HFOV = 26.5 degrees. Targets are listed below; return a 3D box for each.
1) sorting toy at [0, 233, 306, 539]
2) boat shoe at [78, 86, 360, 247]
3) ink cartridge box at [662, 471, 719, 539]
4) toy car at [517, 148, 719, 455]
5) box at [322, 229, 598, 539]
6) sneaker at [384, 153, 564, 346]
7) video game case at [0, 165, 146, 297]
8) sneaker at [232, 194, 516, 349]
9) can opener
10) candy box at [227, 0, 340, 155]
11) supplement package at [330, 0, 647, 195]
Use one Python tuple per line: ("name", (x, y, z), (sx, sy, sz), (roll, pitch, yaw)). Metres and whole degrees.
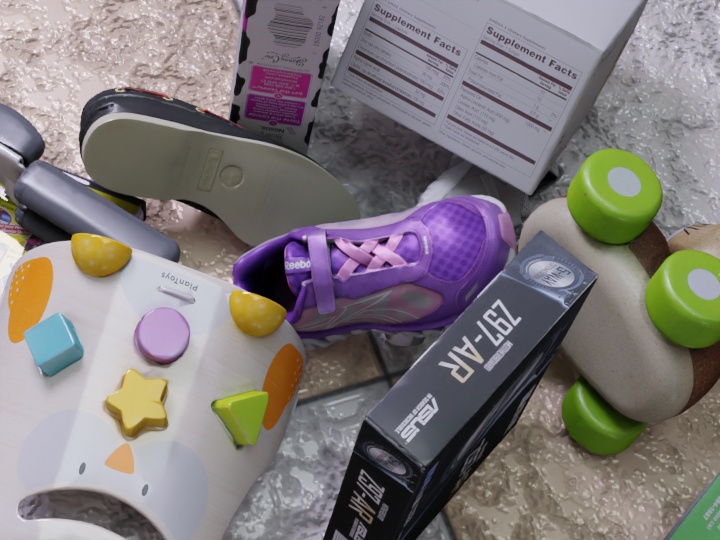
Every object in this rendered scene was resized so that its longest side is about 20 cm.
("sorting toy", (-0.135, 0.091, 0.904), (0.198, 0.107, 0.182), (20, 64, -10))
("boat shoe", (-0.091, -0.068, 1.019), (0.200, 0.074, 0.063), (18, 25, -23))
("ink cartridge box", (0.250, 0.237, 0.908), (0.200, 0.084, 0.146), (40, 63, 13))
("toy car", (0.215, 0.000, 1.002), (0.199, 0.165, 0.158), (-22, 66, -31))
("box", (0.052, 0.087, 0.895), (0.043, 0.201, 0.160), (38, 61, 13))
("sneaker", (0.078, -0.027, 1.035), (0.081, 0.075, 0.201), (26, 59, 8))
("video game case", (-0.265, -0.003, 0.996), (0.198, 0.026, 0.182), (20, 60, 3))
("sneaker", (0.000, 0.000, 0.941), (0.088, 0.199, 0.081), (19, 62, -51))
("can opener", (-0.197, -0.053, 0.989), (0.199, 0.053, 0.067), (34, 60, 11))
("candy box", (-0.050, -0.173, 1.026), (0.060, 0.201, 0.138), (8, 58, -5))
("supplement package", (0.097, -0.165, 1.050), (0.155, 0.112, 0.200), (29, 31, 7))
